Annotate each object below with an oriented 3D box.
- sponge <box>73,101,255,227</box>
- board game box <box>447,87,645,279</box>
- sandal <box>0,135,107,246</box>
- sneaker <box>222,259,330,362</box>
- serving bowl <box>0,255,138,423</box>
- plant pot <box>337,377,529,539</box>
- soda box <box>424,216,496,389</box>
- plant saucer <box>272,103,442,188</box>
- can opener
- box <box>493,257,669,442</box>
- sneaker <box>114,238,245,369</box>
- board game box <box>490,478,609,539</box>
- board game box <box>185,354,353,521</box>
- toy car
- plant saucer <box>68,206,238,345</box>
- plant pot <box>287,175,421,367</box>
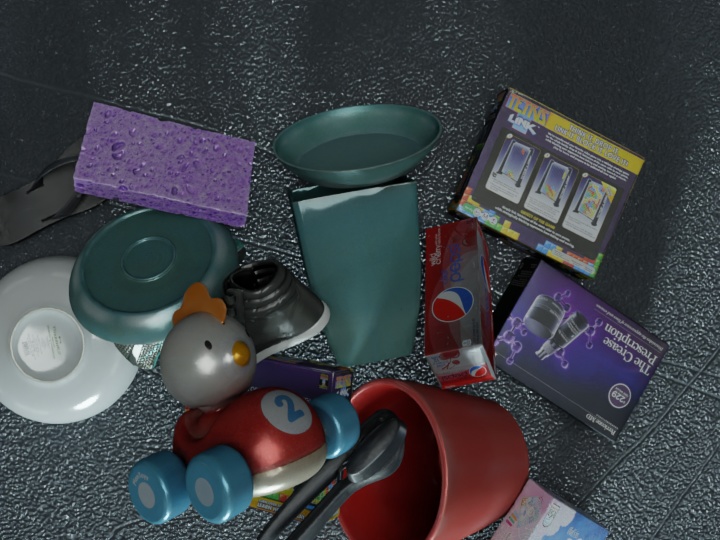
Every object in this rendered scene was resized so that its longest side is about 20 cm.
[{"bbox_3d":[-0.223,-0.122,0.961,0.196,0.030,0.113,12,57,-13],"label":"sponge"},{"bbox_3d":[0.231,-0.106,1.035,0.197,0.057,0.168,26,87,-6],"label":"board game box"},{"bbox_3d":[-0.358,-0.093,0.976,0.199,0.043,0.077,-36,94,-4],"label":"sandal"},{"bbox_3d":[-0.139,0.056,0.883,0.197,0.071,0.100,-29,122,8],"label":"sneaker"},{"bbox_3d":[-0.360,0.084,0.971,0.195,0.066,0.205,0,92,-5],"label":"serving bowl"},{"bbox_3d":[0.087,0.223,0.951,0.175,0.198,0.205,4,92,-41],"label":"plant pot"},{"bbox_3d":[0.114,0.034,0.954,0.069,0.202,0.064,-13,133,18],"label":"soda box"},{"bbox_3d":[-0.003,-0.141,0.953,0.196,0.201,0.037,-11,121,-5],"label":"plant saucer"},{"bbox_3d":[-0.030,0.220,0.853,0.199,0.079,0.063,-42,54,-1],"label":"can opener"},{"bbox_3d":[0.260,0.097,1.035,0.198,0.079,0.143,32,91,-6],"label":"box"},{"bbox_3d":[-0.213,0.038,0.983,0.199,0.077,0.092,-38,127,-21],"label":"sneaker"},{"bbox_3d":[0.201,0.368,0.994,0.199,0.043,0.201,36,86,-47],"label":"board game box"},{"bbox_3d":[-0.112,0.182,0.951,0.196,0.056,0.169,6,92,27],"label":"board game box"},{"bbox_3d":[-0.127,0.109,0.790,0.183,0.175,0.204,-17,92,-50],"label":"toy car"},{"bbox_3d":[-0.238,-0.007,0.936,0.195,0.028,0.203,-4,51,4],"label":"plant saucer"},{"bbox_3d":[0.000,0.000,0.973,0.138,0.141,0.204,-10,101,-6],"label":"plant pot"}]
